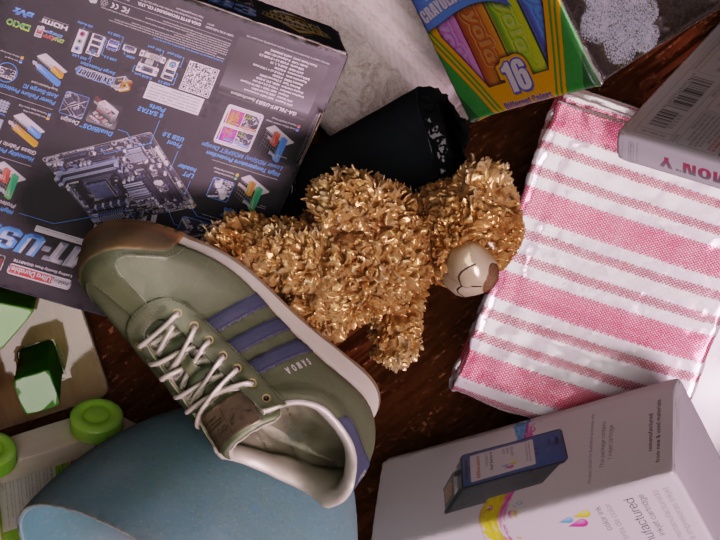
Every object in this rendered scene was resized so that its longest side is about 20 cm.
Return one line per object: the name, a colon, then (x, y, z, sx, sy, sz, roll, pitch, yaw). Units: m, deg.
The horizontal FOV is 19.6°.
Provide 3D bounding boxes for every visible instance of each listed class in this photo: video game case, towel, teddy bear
video game case: (0.275, -0.098, 1.221, 0.182, 0.200, 0.023, 19, 133, 27)
towel: (0.153, 0.002, 1.264, 0.146, 0.030, 0.200, 19, 101, -6)
towel: (-0.006, -0.157, 1.288, 0.200, 0.034, 0.133, 40, 93, -11)
teddy bear: (0.000, 0.000, 1.176, 0.200, 0.067, 0.145, 0, 120, -15)

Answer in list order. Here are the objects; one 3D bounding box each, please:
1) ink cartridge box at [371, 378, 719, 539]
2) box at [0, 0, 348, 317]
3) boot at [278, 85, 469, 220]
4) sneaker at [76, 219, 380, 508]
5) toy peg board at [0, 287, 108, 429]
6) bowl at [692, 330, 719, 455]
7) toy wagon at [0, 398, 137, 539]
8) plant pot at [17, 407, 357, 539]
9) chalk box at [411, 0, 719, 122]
ink cartridge box: (0.126, 0.166, 1.274, 0.200, 0.088, 0.145, -16, 124, 22)
box: (-0.135, -0.072, 1.169, 0.200, 0.050, 0.199, 17, 113, -19)
boot: (-0.025, -0.075, 1.250, 0.168, 0.076, 0.200, -26, 109, 25)
sneaker: (-0.068, 0.055, 1.123, 0.200, 0.090, 0.067, 36, 121, -23)
toy peg board: (-0.276, 0.020, 1.259, 0.199, 0.098, 0.200, -17, 101, -3)
bowl: (0.243, 0.049, 1.330, 0.200, 0.075, 0.200, -32, 101, -1)
toy wagon: (-0.173, 0.147, 1.290, 0.200, 0.040, 0.155, -17, 132, -25)
plant pot: (-0.080, 0.153, 1.216, 0.200, 0.200, 0.135, 43, 62, -11)
chalk box: (0.096, -0.209, 1.223, 0.125, 0.124, 0.200, -33, 102, -34)
